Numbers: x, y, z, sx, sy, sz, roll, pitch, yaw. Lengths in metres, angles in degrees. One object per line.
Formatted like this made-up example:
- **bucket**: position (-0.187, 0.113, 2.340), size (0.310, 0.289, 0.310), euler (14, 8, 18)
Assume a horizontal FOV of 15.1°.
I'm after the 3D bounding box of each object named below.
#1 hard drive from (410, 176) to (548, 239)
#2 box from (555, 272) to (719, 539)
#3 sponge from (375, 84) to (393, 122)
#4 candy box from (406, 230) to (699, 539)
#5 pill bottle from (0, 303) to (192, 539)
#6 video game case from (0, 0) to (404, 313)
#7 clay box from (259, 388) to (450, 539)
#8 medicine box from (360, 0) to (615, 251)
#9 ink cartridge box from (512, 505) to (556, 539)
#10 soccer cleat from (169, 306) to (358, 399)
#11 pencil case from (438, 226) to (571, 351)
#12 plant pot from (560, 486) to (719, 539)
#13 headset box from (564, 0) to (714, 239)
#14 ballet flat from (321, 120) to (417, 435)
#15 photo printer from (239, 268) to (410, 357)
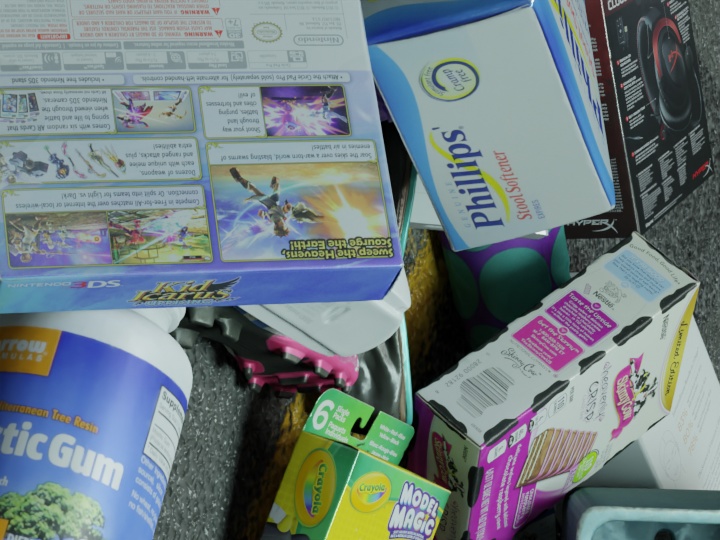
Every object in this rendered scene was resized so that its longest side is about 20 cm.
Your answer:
- **hard drive**: position (0.056, -0.126, 1.673), size (0.026, 0.131, 0.202), euler (156, -62, -76)
- **box**: position (0.190, 0.114, 1.907), size (0.125, 0.097, 0.201), euler (-62, 140, -39)
- **sponge**: position (-0.017, -0.191, 1.563), size (0.112, 0.030, 0.201), euler (-109, -179, -71)
- **candy box**: position (0.118, 0.084, 1.694), size (0.200, 0.061, 0.137), euler (-36, 150, -29)
- **pill bottle**: position (-0.145, 0.079, 1.319), size (0.112, 0.111, 0.201), euler (44, 52, -50)
- **video game case**: position (-0.090, -0.071, 1.318), size (0.046, 0.198, 0.183), euler (119, -34, -60)
- **clay box**: position (-0.015, 0.177, 1.554), size (0.115, 0.047, 0.201), euler (28, 82, -56)
- **medicine box**: position (0.064, -0.149, 1.522), size (0.183, 0.102, 0.201), euler (62, 17, -48)
- **ink cartridge box**: position (0.101, 0.263, 1.807), size (0.099, 0.039, 0.202), euler (-12, 101, -59)
- **soccer cleat**: position (-0.056, 0.013, 1.515), size (0.200, 0.069, 0.087), euler (32, 56, -57)
- **pencil case**: position (0.094, -0.040, 1.759), size (0.092, 0.085, 0.201), euler (-29, 115, -39)
- **plant pot**: position (0.216, 0.230, 1.762), size (0.200, 0.194, 0.198), euler (-124, -144, -81)
- **headset box**: position (0.179, -0.140, 1.916), size (0.149, 0.075, 0.201), euler (-37, 120, -55)
- **ballet flat**: position (0.000, 0.000, 1.606), size (0.068, 0.068, 0.202), euler (-147, -121, -82)
- **photo printer**: position (-0.055, -0.070, 1.455), size (0.166, 0.069, 0.201), euler (34, 33, -45)
